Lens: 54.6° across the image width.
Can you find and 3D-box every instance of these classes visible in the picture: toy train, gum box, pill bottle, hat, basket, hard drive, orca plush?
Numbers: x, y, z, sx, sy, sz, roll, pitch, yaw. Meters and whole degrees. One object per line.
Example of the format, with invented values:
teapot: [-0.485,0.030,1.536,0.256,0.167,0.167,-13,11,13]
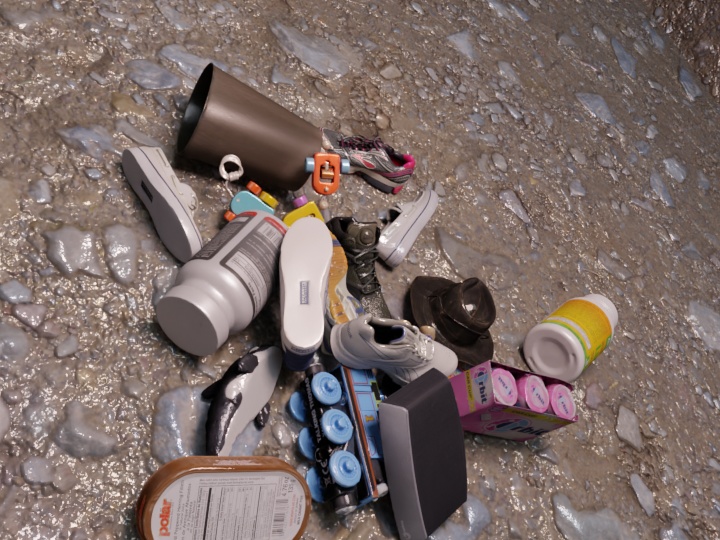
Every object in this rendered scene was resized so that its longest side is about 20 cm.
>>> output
toy train: [-0.020,0.216,0.918,0.114,0.087,0.201,9,53,-37]
gum box: [0.227,0.203,1.060,0.199,0.113,0.067,19,54,-34]
pill bottle: [0.389,0.115,1.264,0.200,0.111,0.111,-26,75,-44]
toy train: [-0.117,-0.121,1.075,0.199,0.056,0.151,-4,94,-15]
hat: [0.171,0.059,1.153,0.200,0.081,0.201,28,34,-20]
pill bottle: [-0.176,0.014,0.939,0.116,0.116,0.200,40,44,-3]
basket: [-0.172,-0.216,1.112,0.199,0.136,0.181,22,35,-26]
hard drive: [0.089,0.245,0.924,0.135,0.042,0.201,-23,109,-45]
orca plush: [-0.167,0.172,0.882,0.105,0.071,0.201,64,35,-48]

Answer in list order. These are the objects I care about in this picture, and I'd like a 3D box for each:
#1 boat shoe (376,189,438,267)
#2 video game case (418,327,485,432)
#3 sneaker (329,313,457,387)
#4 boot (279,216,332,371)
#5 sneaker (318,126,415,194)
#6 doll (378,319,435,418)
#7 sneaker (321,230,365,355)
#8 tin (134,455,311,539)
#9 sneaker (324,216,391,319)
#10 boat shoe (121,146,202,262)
boat shoe: [0.079,-0.092,1.230,0.067,0.074,0.200,38,45,-8]
video game case: [0.126,0.169,1.104,0.143,0.017,0.200,41,44,-2]
sneaker: [0.058,0.110,0.949,0.199,0.087,0.075,16,58,-30]
boot: [-0.081,0.031,0.943,0.072,0.090,0.201,9,59,-8]
sneaker: [0.006,-0.216,1.275,0.199,0.075,0.081,20,48,-21]
doll: [0.072,0.172,1.010,0.136,0.049,0.201,15,55,-4]
sneaker: [-0.060,0.030,1.025,0.075,0.088,0.201,-3,67,-39]
tin: [-0.147,0.266,0.780,0.199,0.042,0.113,8,84,-30]
sneaker: [0.000,0.000,1.078,0.076,0.114,0.200,-13,68,-39]
boat shoe: [-0.267,-0.100,1.000,0.070,0.071,0.200,-20,64,-40]
